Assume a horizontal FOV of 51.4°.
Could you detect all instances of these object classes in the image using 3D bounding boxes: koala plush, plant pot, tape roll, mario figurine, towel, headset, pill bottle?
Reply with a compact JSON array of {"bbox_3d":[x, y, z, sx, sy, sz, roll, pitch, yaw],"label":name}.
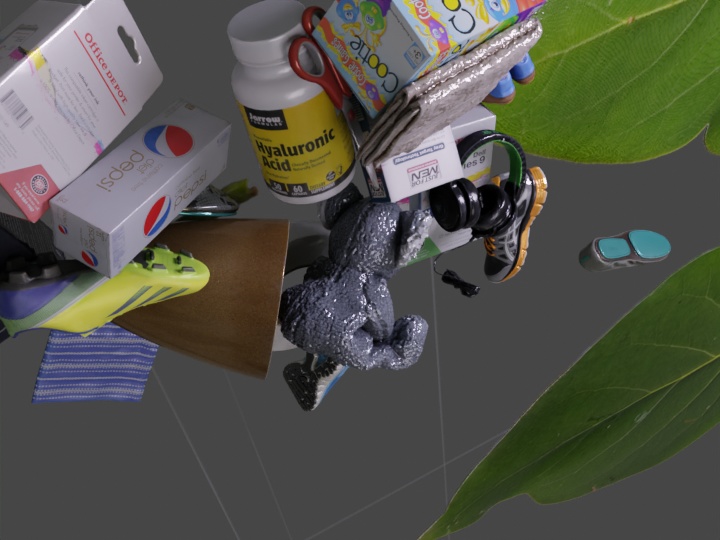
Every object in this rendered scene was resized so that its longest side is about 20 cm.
[{"bbox_3d":[0.000,0.000,0.902,0.183,0.177,0.201,5,110,-59],"label":"koala plush"},{"bbox_3d":[-0.192,0.017,0.853,0.198,0.187,0.187,10,125,-8],"label":"plant pot"},{"bbox_3d":[-0.089,0.024,1.029,0.202,0.037,0.204,-18,135,-19],"label":"tape roll"},{"bbox_3d":[0.146,-0.301,0.882,0.105,0.124,0.200,-1,143,21],"label":"mario figurine"},{"bbox_3d":[0.089,-0.173,0.744,0.200,0.035,0.132,-36,178,-28],"label":"towel"},{"bbox_3d":[-0.319,0.094,0.942,0.144,0.024,0.201,5,123,-37],"label":"towel"},{"bbox_3d":[0.148,-0.072,0.933,0.123,0.094,0.201,7,111,-37],"label":"headset"},{"bbox_3d":[-0.074,-0.178,0.801,0.111,0.111,0.201,-27,137,-11],"label":"pill bottle"}]

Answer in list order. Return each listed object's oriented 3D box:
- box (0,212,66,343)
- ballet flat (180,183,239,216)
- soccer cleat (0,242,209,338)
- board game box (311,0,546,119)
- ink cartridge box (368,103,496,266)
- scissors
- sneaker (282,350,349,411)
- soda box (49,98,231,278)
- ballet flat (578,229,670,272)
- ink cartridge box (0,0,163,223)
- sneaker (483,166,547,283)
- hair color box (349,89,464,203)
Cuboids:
[{"bbox_3d":[-0.404,-0.022,0.718,0.148,0.104,0.200,-35,138,-3],"label":"box"},{"bbox_3d":[-0.225,-0.086,0.818,0.199,0.072,0.072,-8,131,-31],"label":"ballet flat"},{"bbox_3d":[-0.249,0.022,0.736,0.199,0.065,0.084,-6,117,-24],"label":"soccer cleat"},{"bbox_3d":[0.070,-0.247,0.727,0.200,0.105,0.103,-36,179,-37],"label":"board game box"},{"bbox_3d":[0.090,-0.120,0.985,0.144,0.088,0.201,-19,133,-19],"label":"ink cartridge box"},{"bbox_3d":[-0.012,-0.174,0.767,0.200,0.014,0.073,51,54,-41],"label":"scissors"},{"bbox_3d":[-0.046,0.143,1.111,0.090,0.079,0.200,-21,162,-38],"label":"sneaker"},{"bbox_3d":[-0.209,-0.087,0.736,0.200,0.068,0.064,-55,169,-42],"label":"soda box"},{"bbox_3d":[0.476,-0.034,1.360,0.199,0.068,0.064,-5,157,-30],"label":"ballet flat"},{"bbox_3d":[-0.279,-0.158,0.674,0.201,0.067,0.117,-57,148,-29],"label":"ink cartridge box"},{"bbox_3d":[0.215,-0.069,1.136,0.077,0.078,0.201,-1,125,-17],"label":"sneaker"},{"bbox_3d":[0.037,-0.185,0.834,0.099,0.060,0.201,-20,101,-19],"label":"hair color box"}]
